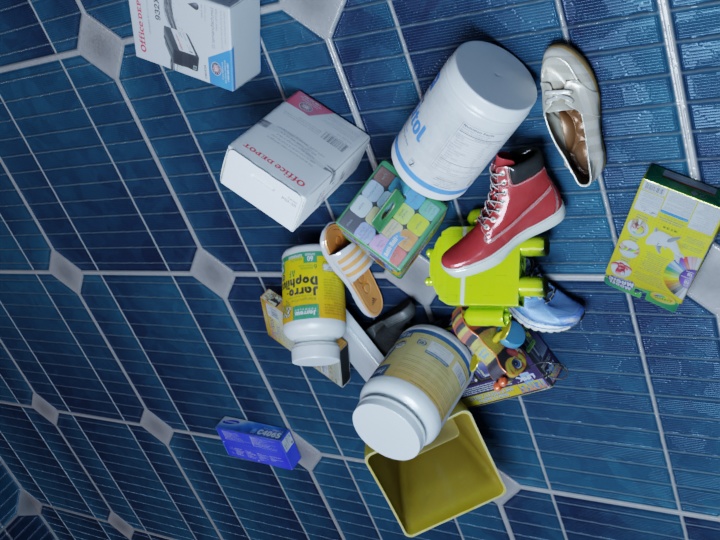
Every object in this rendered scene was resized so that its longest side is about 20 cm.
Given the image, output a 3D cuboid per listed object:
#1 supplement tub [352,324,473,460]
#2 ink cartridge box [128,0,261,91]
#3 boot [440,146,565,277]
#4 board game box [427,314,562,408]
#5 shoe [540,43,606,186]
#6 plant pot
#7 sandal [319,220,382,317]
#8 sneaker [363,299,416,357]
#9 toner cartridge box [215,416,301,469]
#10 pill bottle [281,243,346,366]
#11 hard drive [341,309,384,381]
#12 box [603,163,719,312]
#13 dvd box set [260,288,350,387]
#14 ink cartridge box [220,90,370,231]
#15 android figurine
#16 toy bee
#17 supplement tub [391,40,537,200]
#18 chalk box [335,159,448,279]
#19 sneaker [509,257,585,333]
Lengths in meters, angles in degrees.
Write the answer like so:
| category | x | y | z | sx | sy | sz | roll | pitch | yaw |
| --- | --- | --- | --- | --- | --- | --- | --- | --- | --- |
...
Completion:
| category | x | y | z | sx | sy | sz | roll | pitch | yaw |
| --- | --- | --- | --- | --- | --- | --- | --- | --- | --- |
| supplement tub | 0.088 | 0.201 | 1.487 | 0.145 | 0.200 | 0.145 | 20 | 134 | 22 |
| ink cartridge box | -0.263 | -0.390 | 1.417 | 0.200 | 0.084 | 0.145 | 23 | 136 | 20 |
| boot | 0.182 | -0.088 | 1.266 | 0.144 | 0.200 | 0.072 | 56 | -179 | -38 |
| board game box | 0.218 | 0.144 | 1.536 | 0.200 | 0.057 | 0.165 | -24 | 111 | 46 |
| shoe | 0.284 | -0.204 | 1.191 | 0.070 | 0.053 | 0.200 | -2 | 123 | 38 |
| plant pot | 0.123 | 0.326 | 1.640 | 0.200 | 0.176 | 0.200 | -25 | 113 | 3 |
| sandal | 0.004 | -0.005 | 1.559 | 0.059 | 0.079 | 0.207 | -6 | 129 | 38 |
| sneaker | 0.069 | 0.127 | 1.628 | 0.104 | 0.060 | 0.200 | 50 | 146 | -3 |
| toner cartridge box | -0.242 | 0.406 | 2.110 | 0.200 | 0.043 | 0.095 | 5 | 126 | 33 |
| pill bottle | -0.082 | 0.063 | 1.571 | 0.113 | 0.200 | 0.113 | -2 | 164 | -1 |
| hard drive | 0.007 | 0.160 | 1.675 | 0.200 | 0.027 | 0.132 | 52 | 160 | 1 |
| box | 0.420 | -0.038 | 1.238 | 0.117 | 0.048 | 0.200 | 25 | 134 | 17 |
| dvd box set | -0.106 | 0.133 | 1.742 | 0.200 | 0.029 | 0.146 | 32 | 152 | 23 |
| ink cartridge box | -0.102 | -0.174 | 1.393 | 0.146 | 0.200 | 0.083 | 35 | 138 | 8 |
| android figurine | 0.189 | -0.006 | 1.364 | 0.200 | 0.041 | 0.182 | -2 | 83 | 30 |
| toy bee | 0.221 | 0.128 | 1.397 | 0.200 | 0.109 | 0.131 | 23 | 135 | 20 |
| supplement tub | 0.139 | -0.203 | 1.243 | 0.132 | 0.132 | 0.200 | 39 | 138 | 3 |
| chalk box | 0.049 | -0.077 | 1.352 | 0.124 | 0.125 | 0.200 | 37 | 179 | 4 |
| sneaker | 0.256 | 0.025 | 1.390 | 0.200 | 0.079 | 0.089 | 27 | 139 | 15 |
